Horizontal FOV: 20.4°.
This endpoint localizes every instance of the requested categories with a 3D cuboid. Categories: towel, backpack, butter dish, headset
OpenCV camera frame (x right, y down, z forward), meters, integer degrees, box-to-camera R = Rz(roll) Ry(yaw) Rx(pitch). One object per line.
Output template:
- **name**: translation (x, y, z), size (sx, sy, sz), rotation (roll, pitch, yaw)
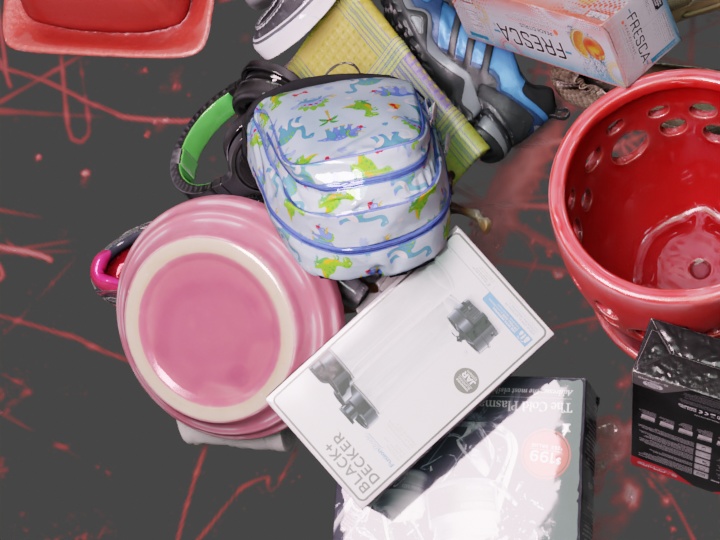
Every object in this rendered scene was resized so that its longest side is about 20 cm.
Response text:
- **towel**: translation (0.009, -0.130, 1.690), size (0.200, 0.023, 0.144), rotation (51, 122, 18)
- **backpack**: translation (-0.005, -0.074, 1.519), size (0.162, 0.154, 0.201), rotation (-5, 46, -5)
- **butter dish**: translation (-0.231, -0.299, 1.742), size (0.199, 0.148, 0.201), rotation (4, 78, 13)
- **headset**: translation (-0.068, -0.114, 1.677), size (0.199, 0.094, 0.124), rotation (-24, 42, 30)

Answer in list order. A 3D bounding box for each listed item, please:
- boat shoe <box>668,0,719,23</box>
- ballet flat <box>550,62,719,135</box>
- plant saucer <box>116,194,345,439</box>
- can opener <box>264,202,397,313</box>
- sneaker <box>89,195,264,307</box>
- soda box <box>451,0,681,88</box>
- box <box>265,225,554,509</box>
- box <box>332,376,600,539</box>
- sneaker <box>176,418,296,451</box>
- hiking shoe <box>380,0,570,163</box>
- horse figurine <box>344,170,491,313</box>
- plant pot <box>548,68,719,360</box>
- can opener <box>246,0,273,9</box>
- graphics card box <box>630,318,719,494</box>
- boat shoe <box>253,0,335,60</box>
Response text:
- **boat shoe**: translation (0.223, -0.217, 1.662), size (0.199, 0.065, 0.071), rotation (-17, 38, 7)
- **ballet flat**: translation (0.254, -0.148, 1.657), size (0.199, 0.046, 0.068), rotation (15, 82, 15)
- **plant saucer**: translation (-0.112, 0.042, 1.598), size (0.199, 0.051, 0.202), rotation (5, 103, 20)
- **can opener**: translation (0.000, 0.000, 1.605), size (0.200, 0.067, 0.053), rotation (36, 69, 6)
- **sneaker**: translation (-0.136, -0.023, 1.701), size (0.199, 0.075, 0.081), rotation (-29, 74, 4)
- **soda box**: translation (0.156, -0.207, 1.580), size (0.068, 0.064, 0.200), rotation (-41, 37, -18)
- **box**: translation (0.038, 0.075, 1.530), size (0.200, 0.060, 0.117), rotation (-41, 86, 1)
- **box**: translation (0.085, 0.180, 1.595), size (0.199, 0.104, 0.183), rotation (0, 79, 12)
- **sneaker**: translation (-0.114, 0.050, 1.668), size (0.115, 0.074, 0.201), rotation (-1, 88, 18)
- **hiking shoe**: translation (0.088, -0.187, 1.697), size (0.086, 0.074, 0.201), rotation (-30, 79, -11)
- **horse figurine**: translation (0.028, -0.009, 1.653), size (0.132, 0.050, 0.201), rotation (26, 115, 20)
- **plant pot**: translation (0.255, -0.030, 1.551), size (0.199, 0.183, 0.202), rotation (-5, 66, 12)
- **can opener**: translation (-0.020, -0.294, 1.733), size (0.199, 0.066, 0.053), rotation (-26, 73, 12)
- **graphics card box**: translation (0.270, 0.113, 1.519), size (0.125, 0.200, 0.051), rotation (18, 69, 16)
- **boat shoe**: translation (-0.035, -0.265, 1.665), size (0.068, 0.072, 0.200), rotation (36, 114, -17)
